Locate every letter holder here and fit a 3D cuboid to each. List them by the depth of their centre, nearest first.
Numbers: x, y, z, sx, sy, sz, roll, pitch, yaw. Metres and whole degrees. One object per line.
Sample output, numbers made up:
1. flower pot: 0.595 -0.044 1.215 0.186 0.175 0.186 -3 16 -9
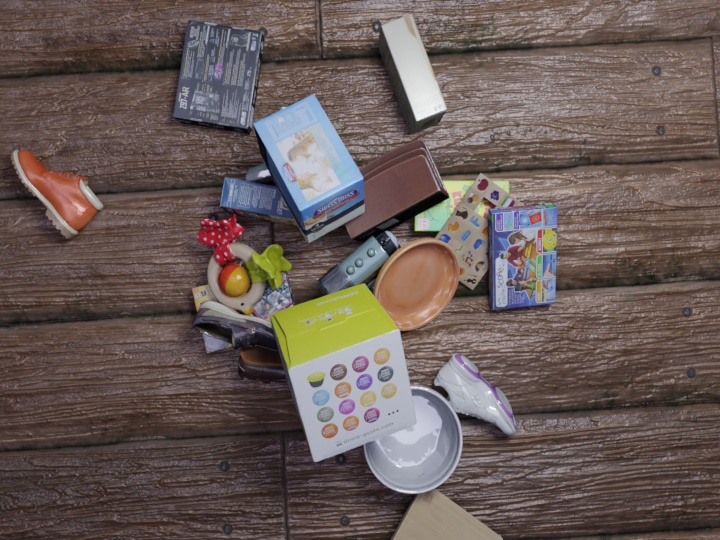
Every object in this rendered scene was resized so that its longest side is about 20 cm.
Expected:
1. letter holder: 0.053 -0.167 1.182 0.197 0.100 0.145 -26 81 17

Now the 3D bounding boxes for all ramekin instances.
1. ramekin: 0.100 0.325 1.198 0.194 0.105 0.207 0 89 -1

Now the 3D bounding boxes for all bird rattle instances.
1. bird rattle: -0.244 -0.006 1.174 0.196 0.113 0.166 26 105 3

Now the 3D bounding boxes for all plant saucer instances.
1. plant saucer: 0.107 0.025 1.193 0.195 0.037 0.205 -15 124 -22

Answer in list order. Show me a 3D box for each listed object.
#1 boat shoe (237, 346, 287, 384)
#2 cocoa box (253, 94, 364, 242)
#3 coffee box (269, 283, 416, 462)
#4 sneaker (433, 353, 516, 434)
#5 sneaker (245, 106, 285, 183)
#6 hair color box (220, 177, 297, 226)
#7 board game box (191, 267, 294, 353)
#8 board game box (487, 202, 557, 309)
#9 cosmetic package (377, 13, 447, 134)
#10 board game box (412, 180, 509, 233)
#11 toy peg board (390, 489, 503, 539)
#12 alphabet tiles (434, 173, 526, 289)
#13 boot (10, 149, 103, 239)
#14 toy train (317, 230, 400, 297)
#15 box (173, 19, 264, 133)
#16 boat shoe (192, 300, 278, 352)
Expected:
1. boat shoe: -0.151 0.198 1.220 0.194 0.071 0.072 10 125 -9
2. cocoa box: -0.092 -0.185 1.099 0.131 0.132 0.203 -27 71 -10
3. coffee box: -0.036 0.173 1.079 0.195 0.200 0.202 -17 116 -11
4. sneaker: 0.235 0.266 1.229 0.200 0.075 0.100 46 107 1
5. sneaker: -0.163 -0.261 1.224 0.197 0.074 0.120 -28 96 -11
6. hair color box: -0.173 -0.132 1.208 0.194 0.100 0.062 10 87 0
7. board game box: -0.234 0.078 1.235 0.195 0.035 0.139 -14 89 -1
8. board game box: 0.326 -0.027 1.210 0.131 0.035 0.206 -5 109 -1
9. cosmetic package: 0.103 -0.395 1.219 0.069 0.105 0.205 -20 90 -3
10. board game box: 0.206 -0.131 1.240 0.194 0.048 0.105 0 88 -1
11. toy peg board: 0.147 0.569 1.211 0.198 0.098 0.201 35 73 -1
12. alphabet tiles: 0.248 -0.066 1.218 0.165 0.008 0.202 32 106 -12
13. boot: -0.615 -0.177 1.222 0.107 0.075 0.202 -38 98 -5
14. toy train: 0.000 0.000 1.195 0.199 0.114 0.086 -39 78 -2
15. box: -0.291 -0.399 1.242 0.155 0.044 0.206 8 88 0
16. boat shoe: -0.234 0.123 1.171 0.195 0.073 0.066 22 49 4
